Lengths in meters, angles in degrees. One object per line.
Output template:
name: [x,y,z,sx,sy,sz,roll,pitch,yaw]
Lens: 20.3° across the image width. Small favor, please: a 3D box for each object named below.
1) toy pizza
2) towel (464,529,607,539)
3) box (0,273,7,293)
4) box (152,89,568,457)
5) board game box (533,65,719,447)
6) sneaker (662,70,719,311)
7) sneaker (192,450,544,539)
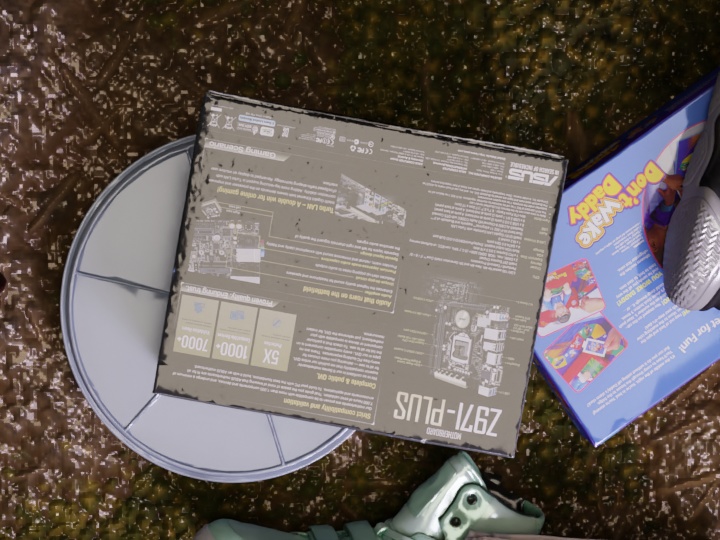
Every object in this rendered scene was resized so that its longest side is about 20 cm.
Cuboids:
toy pizza: [-0.072,0.020,1.152,0.198,0.032,0.203,-1,95,-7]
towel: [0.118,0.250,1.165,0.189,0.032,0.202,10,102,-25]
box: [-0.304,0.026,1.109,0.199,0.075,0.101,-33,99,-3]
box: [0.000,0.000,1.091,0.198,0.086,0.166,9,94,-1]
board game box: [0.177,-0.012,1.167,0.199,0.045,0.135,-34,98,-2]
sneaker: [0.248,-0.062,1.111,0.113,0.076,0.202,18,100,-8]
sneaker: [0.008,0.146,1.150,0.199,0.074,0.119,18,100,-17]
